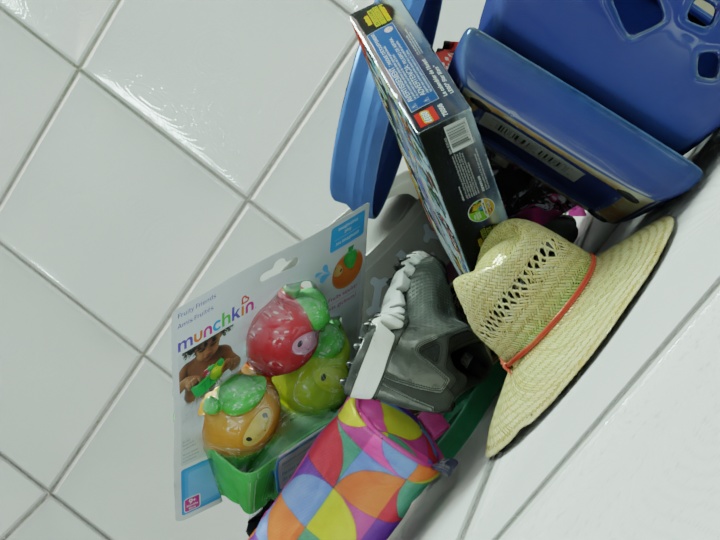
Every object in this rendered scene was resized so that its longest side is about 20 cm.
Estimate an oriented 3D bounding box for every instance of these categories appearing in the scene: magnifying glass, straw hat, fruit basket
[{"bbox_3d":[0.098,0.084,1.154,0.200,0.022,0.080,-51,1,-17],"label":"magnifying glass"},{"bbox_3d":[0.105,0.014,0.927,0.202,0.085,0.201,-54,-1,-1],"label":"straw hat"},{"bbox_3d":[-0.057,0.071,1.056,0.185,0.094,0.201,-30,-36,-36],"label":"fruit basket"}]

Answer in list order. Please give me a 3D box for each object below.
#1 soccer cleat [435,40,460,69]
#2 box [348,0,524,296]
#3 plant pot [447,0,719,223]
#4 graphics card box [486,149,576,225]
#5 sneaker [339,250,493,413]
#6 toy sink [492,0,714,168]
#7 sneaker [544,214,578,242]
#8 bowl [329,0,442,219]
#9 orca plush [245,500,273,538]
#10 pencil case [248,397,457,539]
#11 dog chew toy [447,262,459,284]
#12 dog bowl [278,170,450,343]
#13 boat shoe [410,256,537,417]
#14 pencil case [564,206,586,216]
[{"bbox_3d":[0.085,-0.134,1.148,0.200,0.085,0.069,-53,-21,-68],"label":"soccer cleat"},{"bbox_3d":[0.057,-0.068,0.996,0.040,0.137,0.201,-25,-46,0],"label":"box"},{"bbox_3d":[0.163,-0.147,0.982,0.181,0.199,0.200,-58,-1,-3],"label":"plant pot"},{"bbox_3d":[0.144,-0.103,1.287,0.199,0.126,0.051,-29,34,-21],"label":"graphics card box"},{"bbox_3d":[0.049,0.048,1.027,0.200,0.090,0.067,-59,-10,-67],"label":"sneaker"},{"bbox_3d":[0.210,-0.139,1.172,0.200,0.112,0.130,-53,-2,-2],"label":"toy sink"},{"bbox_3d":[0.132,0.012,1.357,0.199,0.089,0.074,-23,-14,-31],"label":"sneaker"},{"bbox_3d":[0.020,-0.141,1.150,0.201,0.039,0.202,16,-90,-85],"label":"bowl"},{"bbox_3d":[-0.048,0.234,1.323,0.071,0.106,0.200,-20,-37,3],"label":"orca plush"},{"bbox_3d":[-0.020,0.176,1.028,0.200,0.088,0.088,-53,-1,15],"label":"pencil case"},{"bbox_3d":[0.072,0.046,1.231,0.200,0.125,0.125,-46,1,16],"label":"dog chew toy"},{"bbox_3d":[0.000,0.000,1.214,0.200,0.059,0.200,-38,13,10],"label":"dog bowl"},{"bbox_3d":[0.072,0.051,1.115,0.202,0.075,0.075,-48,11,20],"label":"boat shoe"},{"bbox_3d":[0.156,-0.100,1.407,0.199,0.089,0.089,5,-50,-49],"label":"pencil case"}]
